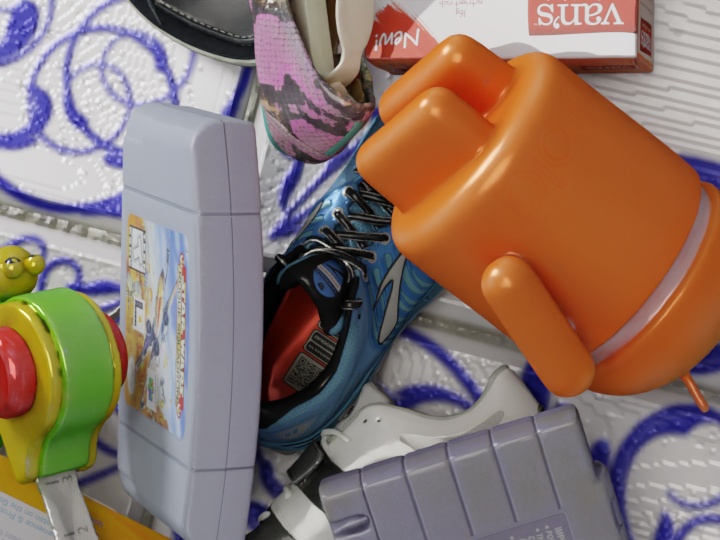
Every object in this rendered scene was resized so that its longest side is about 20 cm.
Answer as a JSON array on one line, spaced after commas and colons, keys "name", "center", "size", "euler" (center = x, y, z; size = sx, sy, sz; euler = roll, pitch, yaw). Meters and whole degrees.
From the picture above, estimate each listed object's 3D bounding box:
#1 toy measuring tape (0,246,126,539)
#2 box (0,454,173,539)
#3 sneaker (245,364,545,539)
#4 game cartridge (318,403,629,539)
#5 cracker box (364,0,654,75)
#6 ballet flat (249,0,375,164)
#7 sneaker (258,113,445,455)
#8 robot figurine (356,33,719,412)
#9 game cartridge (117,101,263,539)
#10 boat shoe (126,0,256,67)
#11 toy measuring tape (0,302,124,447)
[{"name": "toy measuring tape", "center": [-0.134, 0.079, 1.248], "size": [0.073, 0.074, 0.200], "euler": [-22, 79, 12]}, {"name": "box", "center": [-0.170, 0.198, 1.257], "size": [0.119, 0.041, 0.200], "euler": [28, 63, -12]}, {"name": "sneaker", "center": [-0.002, 0.104, 1.274], "size": [0.200, 0.074, 0.089], "euler": [-20, 82, 3]}, {"name": "game cartridge", "center": [0.071, 0.171, 1.228], "size": [0.129, 0.038, 0.200], "euler": [-18, 104, -1]}, {"name": "cracker box", "center": [0.074, -0.196, 1.277], "size": [0.134, 0.058, 0.200], "euler": [0, 87, 14]}, {"name": "ballet flat", "center": [-0.027, -0.151, 1.267], "size": [0.071, 0.069, 0.200], "euler": [-28, 66, 38]}, {"name": "sneaker", "center": [0.000, 0.000, 1.267], "size": [0.078, 0.090, 0.200], "euler": [27, 93, 14]}, {"name": "robot figurine", "center": [0.094, -0.019, 1.212], "size": [0.200, 0.144, 0.117], "euler": [36, 96, -16]}, {"name": "game cartridge", "center": [-0.081, 0.024, 1.254], "size": [0.041, 0.133, 0.200], "euler": [0, 97, -16]}, {"name": "boat shoe", "center": [-0.107, -0.174, 1.321], "size": [0.200, 0.062, 0.075], "euler": [43, 95, 11]}, {"name": "toy measuring tape", "center": [-0.178, 0.035, 1.328], "size": [0.074, 0.074, 0.200], "euler": [43, 89, 13]}]
